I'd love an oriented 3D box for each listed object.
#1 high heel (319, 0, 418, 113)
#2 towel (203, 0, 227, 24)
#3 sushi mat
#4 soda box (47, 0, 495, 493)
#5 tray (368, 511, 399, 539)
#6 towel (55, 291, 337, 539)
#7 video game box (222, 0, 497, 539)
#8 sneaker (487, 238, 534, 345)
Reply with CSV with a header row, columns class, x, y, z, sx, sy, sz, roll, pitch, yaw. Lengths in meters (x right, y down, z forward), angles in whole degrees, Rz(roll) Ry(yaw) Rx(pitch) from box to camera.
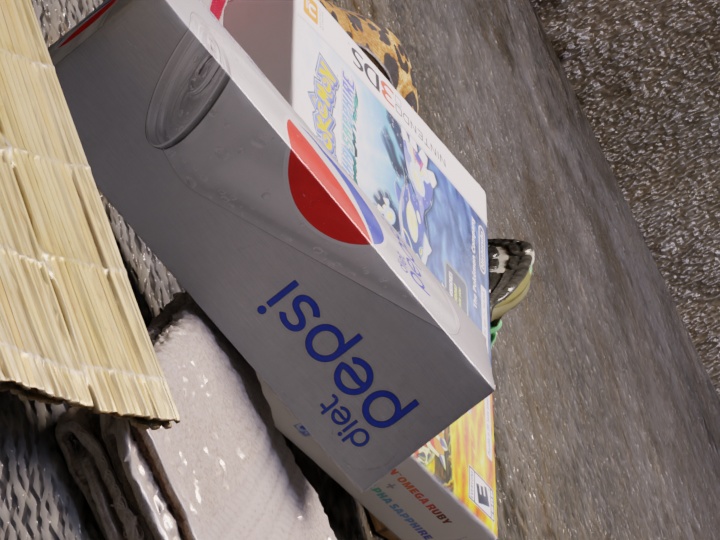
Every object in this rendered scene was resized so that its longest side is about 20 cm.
class,x,y,z,sx,sy,sz,roll,pitch,yaw
high heel,-0.025,-0.097,1.356,0.201,0.071,0.143,62,21,-26
towel,-0.039,-0.092,1.218,0.200,0.023,0.144,51,29,-26
sushi mat,-0.117,-0.040,0.818,0.096,0.012,0.201,23,40,-55
soda box,-0.036,-0.018,0.962,0.200,0.068,0.063,50,10,-13
tray,0.005,0.038,1.268,0.201,0.037,0.099,70,11,20
towel,-0.049,0.082,0.911,0.200,0.034,0.133,-63,129,-77
video game box,0.000,0.000,1.143,0.182,0.047,0.201,43,36,-43
sneaker,0.055,0.030,1.383,0.200,0.076,0.089,-139,-139,-84
